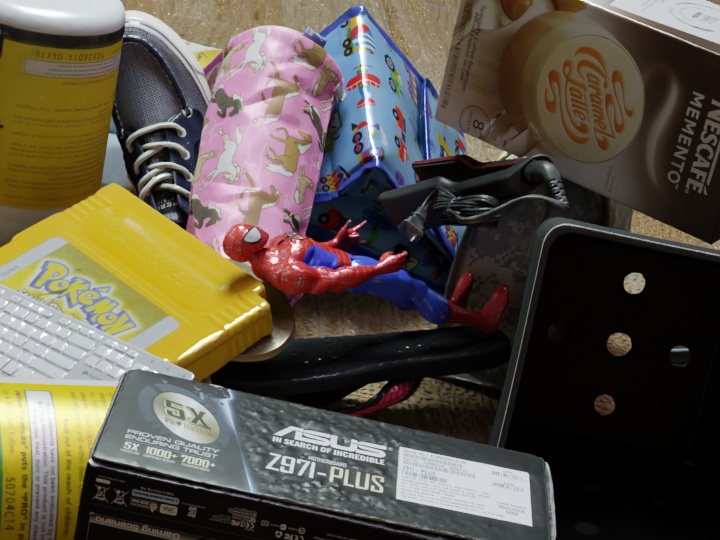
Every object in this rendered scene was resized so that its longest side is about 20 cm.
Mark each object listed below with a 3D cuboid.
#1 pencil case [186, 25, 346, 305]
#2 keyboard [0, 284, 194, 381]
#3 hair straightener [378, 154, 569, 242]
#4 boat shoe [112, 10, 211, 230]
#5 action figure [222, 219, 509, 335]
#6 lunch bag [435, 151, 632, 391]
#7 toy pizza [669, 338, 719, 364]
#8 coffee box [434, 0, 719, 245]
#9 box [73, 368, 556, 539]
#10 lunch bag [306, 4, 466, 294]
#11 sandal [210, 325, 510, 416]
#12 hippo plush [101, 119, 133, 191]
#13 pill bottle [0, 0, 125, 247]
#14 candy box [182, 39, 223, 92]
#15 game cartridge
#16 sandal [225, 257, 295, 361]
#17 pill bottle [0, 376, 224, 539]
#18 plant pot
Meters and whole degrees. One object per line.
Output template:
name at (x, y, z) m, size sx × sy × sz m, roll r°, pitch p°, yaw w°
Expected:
pencil case at (-0.067, -0.066, 1.170) m, size 0.086 × 0.202 × 0.083 m, roll -3°, pitch -27°, yaw 30°
keyboard at (-0.187, 0.044, 0.984) m, size 0.199 × 0.011 × 0.056 m, roll 22°, pitch 46°, yaw 30°
hair straightener at (0.064, -0.036, 1.072) m, size 0.077 × 0.041 × 0.200 m, roll -44°, pitch 21°, yaw -18°
boat shoe at (-0.133, -0.078, 1.201) m, size 0.074 × 0.201 × 0.093 m, roll -18°, pitch 27°, yaw 12°
action figure at (0.000, 0.000, 1.072) m, size 0.199 × 0.052 × 0.065 m, roll 10°, pitch 12°, yaw -35°
lunch bag at (0.132, -0.028, 1.204) m, size 0.117 × 0.201 × 0.164 m, roll 19°, pitch 25°, yaw 12°
toy pizza at (0.297, 0.051, 1.213) m, size 0.198 × 0.032 × 0.200 m, roll 1°, pitch -4°, yaw 0°
coffee box at (0.156, -0.115, 1.044) m, size 0.199 × 0.115 × 0.080 m, roll 26°, pitch 31°, yaw 26°
box at (-0.028, 0.152, 0.760) m, size 0.198 × 0.165 × 0.086 m, roll 12°, pitch 23°, yaw -1°
lunch bag at (0.027, -0.075, 1.298) m, size 0.200 × 0.094 × 0.152 m, roll 35°, pitch 39°, yaw -45°
sandal at (0.003, 0.071, 1.099) m, size 0.198 × 0.045 × 0.075 m, roll -5°, pitch 19°, yaw -18°
hippo plush at (-0.261, -0.124, 1.339) m, size 0.160 × 0.159 × 0.201 m, roll 12°, pitch 60°, yaw 48°
pill bottle at (-0.227, -0.096, 1.163) m, size 0.111 × 0.201 × 0.112 m, roll 11°, pitch 23°, yaw -5°
candy box at (-0.236, -0.178, 1.523) m, size 0.198 × 0.061 × 0.137 m, roll 16°, pitch 23°, yaw 5°
game cartridge at (-0.175, 0.033, 1.026) m, size 0.199 × 0.033 × 0.176 m, roll -35°, pitch 47°, yaw -28°
sandal at (-0.123, 0.032, 1.100) m, size 0.210 × 0.070 × 0.078 m, roll 20°, pitch 47°, yaw 29°
pill bottle at (-0.115, 0.112, 0.867) m, size 0.198 × 0.114 × 0.113 m, roll 3°, pitch 25°, yaw -22°
plant pot at (0.175, 0.067, 1.042) m, size 0.198 × 0.201 × 0.178 m, roll 11°, pitch 13°, yaw -4°
